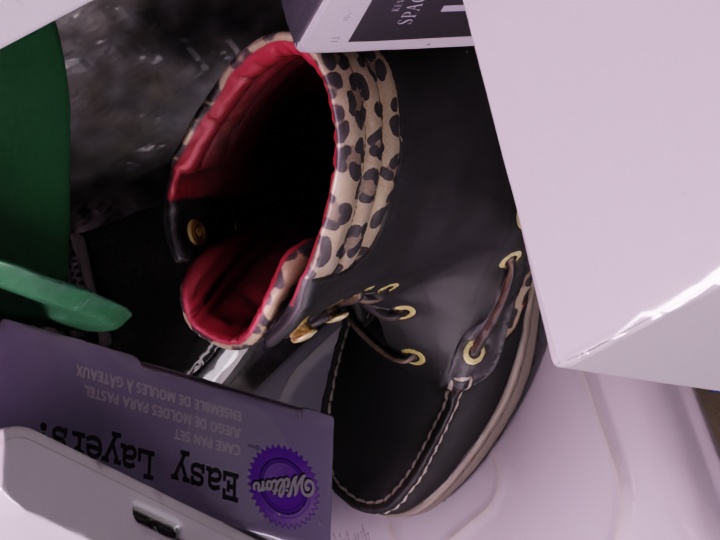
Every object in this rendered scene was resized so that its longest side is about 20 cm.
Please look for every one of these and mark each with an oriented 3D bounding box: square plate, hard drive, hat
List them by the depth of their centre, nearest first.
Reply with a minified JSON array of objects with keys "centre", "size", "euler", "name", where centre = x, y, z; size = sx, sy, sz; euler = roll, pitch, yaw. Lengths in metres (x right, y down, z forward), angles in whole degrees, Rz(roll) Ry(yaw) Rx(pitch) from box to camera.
[{"centre":[-0.121,-0.086,0.799],"size":[0.199,0.177,0.165],"euler":[7,172,39],"name":"hat"},{"centre":[-0.137,0.098,0.847],"size":[0.199,0.026,0.132],"euler":[-17,149,31],"name":"hard drive"},{"centre":[0.035,0.071,0.987],"size":[0.028,0.201,0.198],"euler":[15,135,-39],"name":"square plate"}]

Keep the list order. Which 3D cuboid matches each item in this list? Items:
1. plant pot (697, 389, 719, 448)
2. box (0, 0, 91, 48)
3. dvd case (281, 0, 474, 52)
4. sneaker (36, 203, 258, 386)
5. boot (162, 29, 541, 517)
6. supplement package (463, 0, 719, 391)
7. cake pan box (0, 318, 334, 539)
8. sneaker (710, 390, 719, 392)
[{"centre":[0.157,0.104,1.103],"size":[0.176,0.201,0.200],"euler":[-11,151,-34],"name":"plant pot"},{"centre":[-0.182,-0.110,0.591],"size":[0.199,0.131,0.199],"euler":[-26,152,11],"name":"box"},{"centre":[0.093,-0.109,0.772],"size":[0.199,0.025,0.150],"euler":[-6,157,-22],"name":"dvd case"},{"centre":[-0.129,0.026,0.928],"size":[0.199,0.075,0.115],"euler":[-32,148,19],"name":"sneaker"},{"centre":[0.000,0.000,0.893],"size":[0.150,0.073,0.201],"euler":[-13,134,-52],"name":"boot"},{"centre":[0.143,-0.037,0.783],"size":[0.117,0.118,0.199],"euler":[-29,154,37],"name":"supplement package"},{"centre":[-0.131,0.073,0.882],"size":[0.199,0.053,0.184],"euler":[17,151,-31],"name":"cake pan box"},{"centre":[0.214,0.022,1.021],"size":[0.198,0.079,0.075],"euler":[-9,-175,-6],"name":"sneaker"}]
